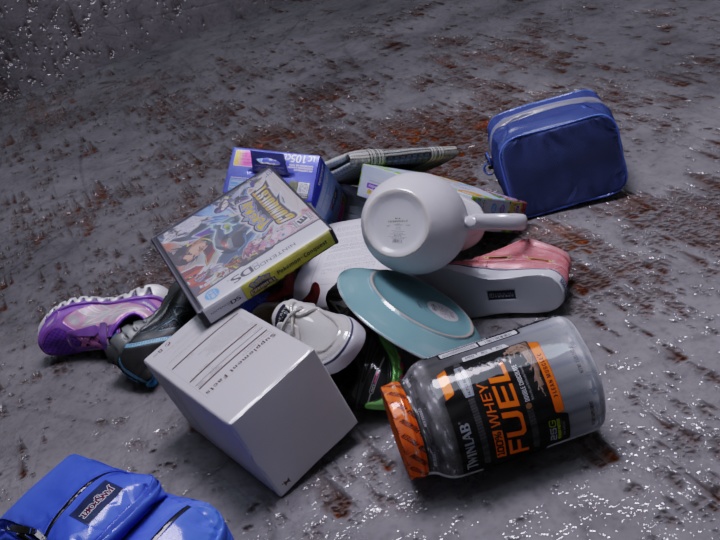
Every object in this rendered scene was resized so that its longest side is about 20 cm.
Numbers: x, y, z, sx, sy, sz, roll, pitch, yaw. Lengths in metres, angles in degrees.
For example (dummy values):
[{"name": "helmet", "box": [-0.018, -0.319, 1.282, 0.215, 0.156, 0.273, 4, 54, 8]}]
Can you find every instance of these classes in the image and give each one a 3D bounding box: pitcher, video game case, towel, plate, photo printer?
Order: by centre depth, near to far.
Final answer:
[{"name": "plate", "box": [0.066, 0.046, 1.098, 0.200, 0.026, 0.200, 25, 20, -9]}, {"name": "video game case", "box": [-0.145, -0.037, 1.147, 0.181, 0.026, 0.200, -33, 38, -9]}, {"name": "pitcher", "box": [0.102, -0.058, 1.154, 0.171, 0.121, 0.200, -3, 1, 23]}, {"name": "photo printer", "box": [0.000, 0.000, 1.300, 0.166, 0.069, 0.200, -9, 29, 15]}, {"name": "towel", "box": [0.027, -0.166, 1.494, 0.192, 0.035, 0.200, -8, -3, -25]}]

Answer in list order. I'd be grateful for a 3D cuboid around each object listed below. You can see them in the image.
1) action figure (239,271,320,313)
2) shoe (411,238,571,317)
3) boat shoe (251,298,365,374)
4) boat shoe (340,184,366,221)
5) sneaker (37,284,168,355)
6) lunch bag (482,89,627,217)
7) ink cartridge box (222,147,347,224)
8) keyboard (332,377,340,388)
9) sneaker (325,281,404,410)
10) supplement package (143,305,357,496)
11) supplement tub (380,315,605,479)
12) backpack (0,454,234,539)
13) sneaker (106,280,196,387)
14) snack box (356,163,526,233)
[{"name": "action figure", "box": [-0.136, 0.031, 1.253, 0.200, 0.065, 0.099, -28, 44, 39]}, {"name": "shoe", "box": [0.166, 0.009, 1.207, 0.200, 0.072, 0.091, -1, 27, 21]}, {"name": "boat shoe", "box": [-0.068, 0.066, 1.077, 0.071, 0.070, 0.200, -58, 27, -12]}, {"name": "boat shoe", "box": [0.015, -0.085, 1.470, 0.067, 0.074, 0.200, 1, 17, -31]}, {"name": "sneaker", "box": [-0.357, 0.083, 1.332, 0.200, 0.081, 0.088, -14, 35, 1]}, {"name": "lunch bag", "box": [0.279, -0.174, 1.404, 0.200, 0.136, 0.132, -13, 27, 7]}, {"name": "ink cartridge box", "box": [-0.110, -0.116, 1.379, 0.136, 0.200, 0.076, 7, 78, 14]}, {"name": "keyboard", "box": [-0.105, 0.121, 1.189, 0.200, 0.040, 0.104, 0, 55, 25]}, {"name": "sneaker", "box": [-0.010, 0.081, 1.107, 0.084, 0.077, 0.200, -9, 40, -13]}, {"name": "supplement package", "box": [-0.123, 0.133, 1.048, 0.120, 0.121, 0.200, -42, 36, -20]}, {"name": "supplement tub", "box": [0.128, 0.129, 0.942, 0.200, 0.123, 0.123, -19, 28, -4]}, {"name": "backpack", "box": [-0.209, 0.262, 0.831, 0.200, 0.168, 0.163, 10, 43, 33]}, {"name": "sneaker", "box": [-0.239, 0.072, 1.270, 0.082, 0.073, 0.200, 38, 73, 22]}, {"name": "snack box", "box": [0.114, -0.103, 1.359, 0.200, 0.053, 0.142, 21, 15, 39]}]
